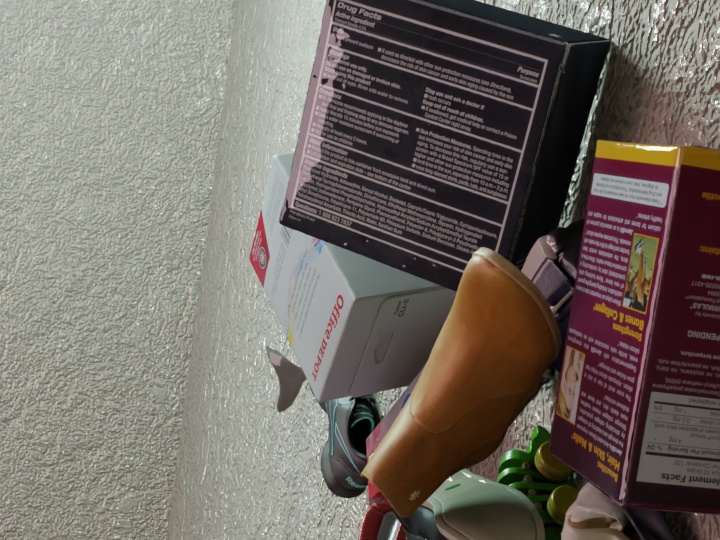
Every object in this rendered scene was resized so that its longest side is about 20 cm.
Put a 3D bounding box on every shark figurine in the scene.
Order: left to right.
[{"bbox_3d":[0.006,0.078,1.381,0.127,0.214,0.090,22,149,46],"label":"shark figurine"}]

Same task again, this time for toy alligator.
[{"bbox_3d":[0.133,0.191,0.940,0.201,0.053,0.060,-100,22,-46],"label":"toy alligator"}]

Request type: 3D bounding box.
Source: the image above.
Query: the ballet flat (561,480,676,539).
[{"bbox_3d":[0.164,0.175,0.806,0.201,0.072,0.074,-109,30,-59],"label":"ballet flat"}]

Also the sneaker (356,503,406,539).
[{"bbox_3d":[0.001,0.337,1.284,0.201,0.078,0.116,-54,-19,-39],"label":"sneaker"}]

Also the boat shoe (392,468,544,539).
[{"bbox_3d":[0.078,0.191,0.936,0.200,0.071,0.069,-167,65,-68],"label":"boat shoe"}]

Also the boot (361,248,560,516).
[{"bbox_3d":[0.058,0.086,0.845,0.071,0.144,0.202,39,162,26],"label":"boot"}]

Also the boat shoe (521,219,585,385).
[{"bbox_3d":[0.144,0.059,0.937,0.201,0.074,0.094,100,152,-55],"label":"boat shoe"}]

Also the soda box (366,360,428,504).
[{"bbox_3d":[0.062,0.154,1.206,0.200,0.063,0.071,121,151,-56],"label":"soda box"}]

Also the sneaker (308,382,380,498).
[{"bbox_3d":[-0.008,0.154,1.482,0.079,0.074,0.202,-45,47,49],"label":"sneaker"}]

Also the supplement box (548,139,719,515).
[{"bbox_3d":[0.183,0.030,0.765,0.110,0.084,0.203,-152,70,-74],"label":"supplement box"}]

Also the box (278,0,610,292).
[{"bbox_3d":[0.065,-0.108,1.005,0.123,0.198,0.201,-24,-48,-61],"label":"box"}]

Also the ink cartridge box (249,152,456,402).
[{"bbox_3d":[0.000,0.000,1.258,0.201,0.143,0.146,62,146,36],"label":"ink cartridge box"}]
